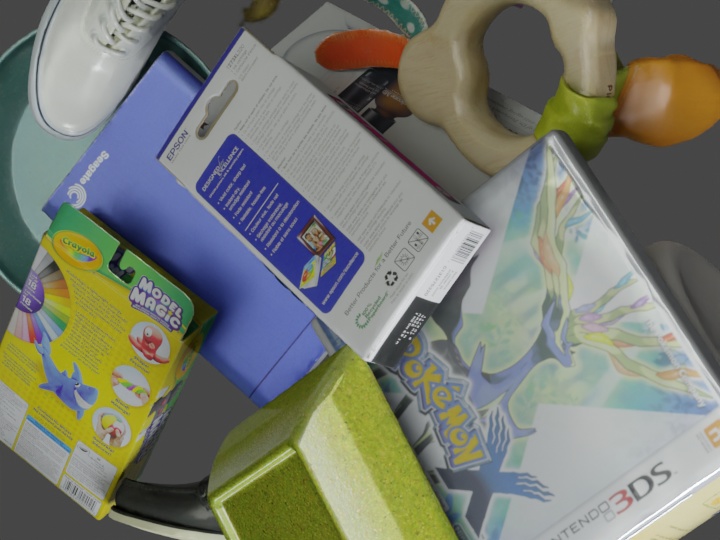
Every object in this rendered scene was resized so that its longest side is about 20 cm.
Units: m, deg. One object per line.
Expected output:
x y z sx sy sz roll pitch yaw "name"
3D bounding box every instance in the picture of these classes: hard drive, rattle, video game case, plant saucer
-0.088 -0.023 1.439 0.200 0.025 0.132 41 103 7 "hard drive"
0.092 -0.128 1.333 0.199 0.143 0.131 9 119 46 "rattle"
0.090 0.058 1.219 0.182 0.022 0.201 -38 73 21 "video game case"
-0.015 0.164 1.288 0.201 0.048 0.200 63 150 7 "plant saucer"
-0.165 -0.067 1.488 0.199 0.036 0.201 1 95 15 "plant saucer"

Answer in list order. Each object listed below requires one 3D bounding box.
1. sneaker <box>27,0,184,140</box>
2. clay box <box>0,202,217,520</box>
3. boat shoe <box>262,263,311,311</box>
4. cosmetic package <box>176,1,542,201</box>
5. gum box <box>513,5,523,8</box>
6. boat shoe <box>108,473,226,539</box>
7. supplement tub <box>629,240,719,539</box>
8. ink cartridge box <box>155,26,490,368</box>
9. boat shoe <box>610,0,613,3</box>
-0.144 -0.171 1.409 0.201 0.073 0.071 -62 22 3 "sneaker"
-0.167 0.052 1.449 0.115 0.048 0.201 37 128 11 "clay box"
0.000 0.000 1.377 0.200 0.072 0.072 44 81 13 "boat shoe"
0.012 -0.064 1.351 0.199 0.151 0.052 30 145 23 "cosmetic package"
0.026 -0.252 1.390 0.199 0.066 0.114 26 100 25 "gum box"
-0.065 0.147 1.432 0.200 0.074 0.064 4 86 24 "boat shoe"
0.137 0.094 1.288 0.200 0.144 0.145 -38 73 21 "supplement tub"
-0.025 -0.043 1.261 0.200 0.037 0.095 42 103 31 "ink cartridge box"
0.181 -0.236 1.320 0.067 0.074 0.200 40 108 -8 "boat shoe"
